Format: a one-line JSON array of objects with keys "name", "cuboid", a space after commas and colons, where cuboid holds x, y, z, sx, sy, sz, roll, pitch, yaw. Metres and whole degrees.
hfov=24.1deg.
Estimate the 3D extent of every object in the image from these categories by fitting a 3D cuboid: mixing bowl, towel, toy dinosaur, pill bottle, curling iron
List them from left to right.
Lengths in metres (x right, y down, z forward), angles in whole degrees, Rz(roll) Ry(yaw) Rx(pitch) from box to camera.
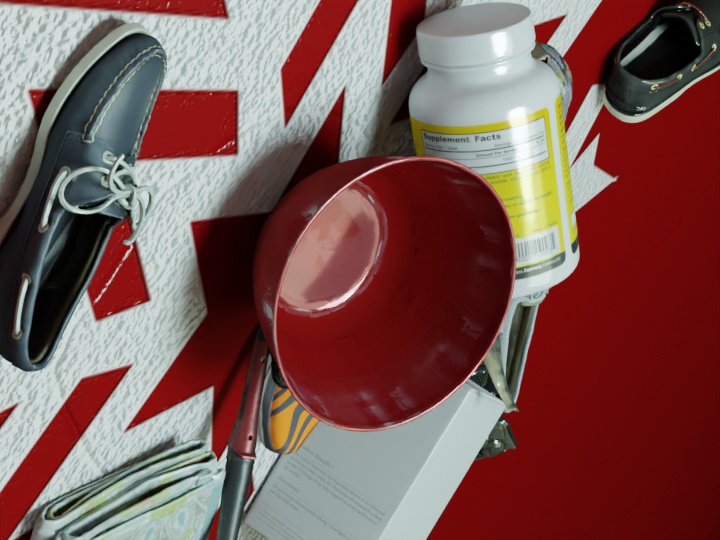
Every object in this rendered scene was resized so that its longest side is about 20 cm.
[{"name": "towel", "cuboid": [-0.183, 0.227, 1.218, 0.171, 0.048, 0.200, -22, 137, -49]}, {"name": "curling iron", "cuboid": [-0.078, 0.132, 1.251, 0.026, 0.049, 0.201, 107, 0, -81]}, {"name": "mixing bowl", "cuboid": [0.000, 0.000, 1.186, 0.200, 0.108, 0.201, -14, 118, -28]}, {"name": "toy dinosaur", "cuboid": [0.081, 0.026, 1.405, 0.048, 0.088, 0.200, 107, -16, -51]}, {"name": "pill bottle", "cuboid": [0.097, -0.089, 1.246, 0.112, 0.112, 0.201, -33, 122, -44]}]

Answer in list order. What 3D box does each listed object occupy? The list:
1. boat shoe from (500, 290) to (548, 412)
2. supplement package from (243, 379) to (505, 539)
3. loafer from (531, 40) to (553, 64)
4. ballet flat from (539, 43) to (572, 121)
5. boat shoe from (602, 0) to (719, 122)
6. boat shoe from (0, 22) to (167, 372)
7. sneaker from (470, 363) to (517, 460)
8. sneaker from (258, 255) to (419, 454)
[{"name": "boat shoe", "cuboid": [0.150, 0.040, 1.615, 0.074, 0.065, 0.202, -17, 133, -56]}, {"name": "supplement package", "cuboid": [0.014, 0.163, 1.435, 0.200, 0.117, 0.117, -58, 156, 1]}, {"name": "loafer", "cuboid": [0.096, -0.104, 1.332, 0.073, 0.071, 0.200, -30, 143, -47]}, {"name": "ballet flat", "cuboid": [0.143, -0.113, 1.426, 0.072, 0.072, 0.201, -42, 155, -32]}, {"name": "boat shoe", "cuboid": [0.309, -0.220, 1.605, 0.201, 0.074, 0.063, -41, 159, -26]}, {"name": "boat shoe", "cuboid": [-0.155, -0.039, 0.934, 0.200, 0.062, 0.075, -59, 154, 0]}, {"name": "sneaker", "cuboid": [0.067, 0.165, 1.546, 0.200, 0.114, 0.076, -56, 154, -2]}, {"name": "sneaker", "cuboid": [-0.004, 0.072, 1.296, 0.078, 0.112, 0.200, -12, 129, -58]}]
